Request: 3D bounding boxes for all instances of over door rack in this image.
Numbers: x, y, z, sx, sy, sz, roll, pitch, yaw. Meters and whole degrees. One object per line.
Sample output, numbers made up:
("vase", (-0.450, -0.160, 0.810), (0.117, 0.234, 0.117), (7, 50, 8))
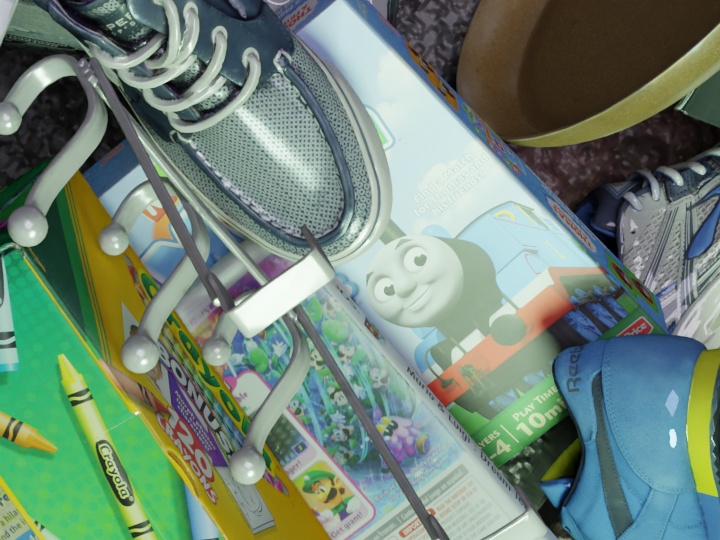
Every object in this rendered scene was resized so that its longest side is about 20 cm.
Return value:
("over door rack", (-0.043, 0.020, 0.991), (0.067, 0.200, 0.148), (-44, 127, -5))

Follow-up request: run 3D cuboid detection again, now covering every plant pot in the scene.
("plant pot", (0.121, -0.123, 1.185), (0.027, 0.200, 0.200), (42, 78, -24))

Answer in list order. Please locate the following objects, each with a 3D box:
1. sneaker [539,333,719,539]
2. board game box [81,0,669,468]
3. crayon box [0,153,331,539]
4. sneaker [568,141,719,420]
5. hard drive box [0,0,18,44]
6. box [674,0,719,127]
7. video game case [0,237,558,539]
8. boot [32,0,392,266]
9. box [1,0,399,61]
("sneaker", (0.117, 0.102, 1.194), (0.078, 0.200, 0.066), (4, 43, 18))
("board game box", (0.000, 0.000, 1.160), (0.151, 0.037, 0.200), (-39, 114, 16))
("crayon box", (-0.081, 0.067, 1.071), (0.058, 0.119, 0.200), (-31, 103, 11))
("sneaker", (0.137, -0.019, 1.236), (0.085, 0.077, 0.200), (34, 77, 0))
("hard drive box", (-0.198, -0.030, 1.102), (0.077, 0.200, 0.156), (22, 81, -8))
("box", (0.231, -0.094, 1.230), (0.199, 0.044, 0.160), (20, 41, -9))
("video game case", (-0.049, 0.107, 1.157), (0.200, 0.024, 0.182), (-38, 102, 13))
("boot", (-0.068, -0.077, 1.054), (0.073, 0.090, 0.200), (-39, 93, 16))
("box", (-0.087, -0.148, 1.180), (0.199, 0.115, 0.133), (9, 84, -11))
